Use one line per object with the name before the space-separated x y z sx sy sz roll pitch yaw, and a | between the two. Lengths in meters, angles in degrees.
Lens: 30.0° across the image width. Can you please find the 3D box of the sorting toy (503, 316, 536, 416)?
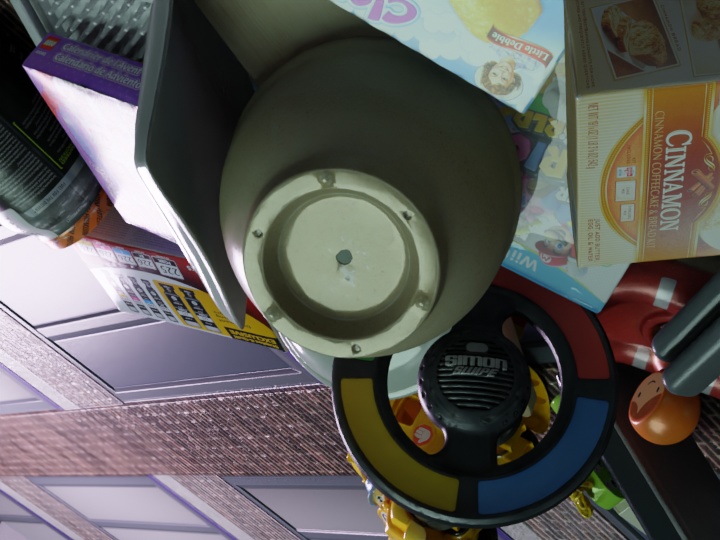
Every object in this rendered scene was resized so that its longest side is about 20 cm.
sorting toy | 0.049 0.021 1.130 0.196 0.070 0.201 13 149 27

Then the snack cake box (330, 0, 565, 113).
snack cake box | 0.038 -0.190 0.737 0.198 0.068 0.116 29 129 -4

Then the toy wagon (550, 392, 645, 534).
toy wagon | 0.218 0.160 1.097 0.040 0.199 0.156 -41 74 23

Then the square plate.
square plate | -0.110 -0.093 0.910 0.028 0.201 0.201 -5 147 12

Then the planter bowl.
planter bowl | -0.001 -0.029 0.829 0.197 0.135 0.203 3 114 8

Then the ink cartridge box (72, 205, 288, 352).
ink cartridge box | -0.148 0.002 1.263 0.198 0.085 0.176 12 149 28

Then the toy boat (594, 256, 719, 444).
toy boat | 0.228 0.064 0.968 0.198 0.132 0.131 20 152 14

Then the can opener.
can opener | 0.262 0.011 0.848 0.066 0.053 0.200 14 135 -27

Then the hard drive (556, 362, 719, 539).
hard drive | 0.238 0.161 1.041 0.033 0.201 0.139 -41 150 24

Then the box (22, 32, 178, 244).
box | -0.167 -0.091 1.062 0.136 0.039 0.201 22 154 30

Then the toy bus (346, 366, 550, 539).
toy bus | 0.055 0.164 1.241 0.190 0.201 0.136 21 157 29

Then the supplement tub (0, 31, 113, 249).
supplement tub | -0.306 -0.117 1.162 0.122 0.123 0.200 -4 139 46

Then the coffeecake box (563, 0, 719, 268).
coffeecake box | 0.211 -0.080 0.720 0.197 0.074 0.154 -5 146 7

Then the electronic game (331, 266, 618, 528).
electronic game | 0.078 0.077 0.921 0.198 0.202 0.042 21 157 12

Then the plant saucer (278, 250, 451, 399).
plant saucer | 0.000 0.000 1.015 0.198 0.203 0.050 13 -170 27

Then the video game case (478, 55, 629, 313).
video game case | 0.134 -0.073 0.871 0.142 0.018 0.201 26 133 3

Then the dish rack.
dish rack | -0.182 -0.191 1.008 0.169 0.044 0.201 15 150 23

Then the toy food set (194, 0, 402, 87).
toy food set | -0.012 -0.167 0.889 0.142 0.061 0.200 -8 139 32
